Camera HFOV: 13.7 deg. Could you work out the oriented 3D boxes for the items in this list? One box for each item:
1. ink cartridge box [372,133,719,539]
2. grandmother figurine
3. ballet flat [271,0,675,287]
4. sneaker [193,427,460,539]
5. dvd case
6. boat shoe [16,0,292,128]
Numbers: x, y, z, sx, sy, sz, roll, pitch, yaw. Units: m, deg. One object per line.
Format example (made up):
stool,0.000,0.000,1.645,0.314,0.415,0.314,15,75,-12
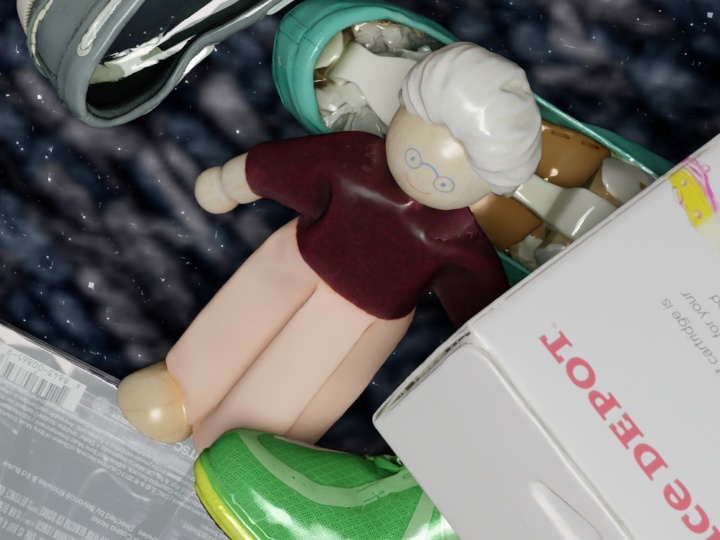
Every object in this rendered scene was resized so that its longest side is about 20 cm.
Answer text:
ink cartridge box,0.126,0.040,0.955,0.200,0.086,0.148,-34,83,-31
grandmother figurine,0.000,0.000,1.002,0.121,0.061,0.200,28,130,-11
ballet flat,0.055,-0.029,1.036,0.200,0.070,0.067,31,96,-4
sneaker,0.042,0.082,1.006,0.199,0.074,0.084,16,105,-8
dvd case,-0.122,0.133,1.086,0.148,0.016,0.200,27,96,-5
boat shoe,-0.024,-0.114,1.016,0.200,0.062,0.073,-30,134,9
